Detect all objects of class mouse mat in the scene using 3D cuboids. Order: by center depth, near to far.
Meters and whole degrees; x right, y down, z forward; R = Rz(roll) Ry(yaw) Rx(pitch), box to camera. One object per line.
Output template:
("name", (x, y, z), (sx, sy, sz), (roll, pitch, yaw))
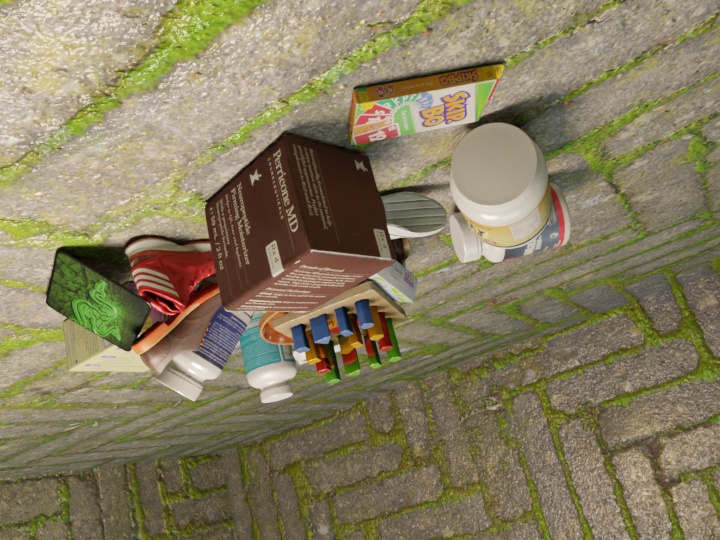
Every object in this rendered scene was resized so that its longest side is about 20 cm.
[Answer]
("mouse mat", (-0.416, 0.055, 1.064), (0.160, 0.008, 0.200), (32, 142, -10))

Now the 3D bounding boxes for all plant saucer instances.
("plant saucer", (-0.095, 0.081, 1.269), (0.197, 0.033, 0.201), (-15, 154, -8))

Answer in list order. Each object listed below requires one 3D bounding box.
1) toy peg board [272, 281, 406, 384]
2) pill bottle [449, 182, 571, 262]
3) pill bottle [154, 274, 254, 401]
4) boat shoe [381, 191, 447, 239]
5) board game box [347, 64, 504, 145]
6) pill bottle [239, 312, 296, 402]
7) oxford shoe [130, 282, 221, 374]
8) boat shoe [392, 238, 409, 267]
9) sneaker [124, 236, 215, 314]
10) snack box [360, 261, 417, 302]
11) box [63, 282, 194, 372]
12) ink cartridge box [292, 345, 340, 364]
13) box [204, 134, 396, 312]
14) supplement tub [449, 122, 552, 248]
("toy peg board", (-0.024, 0.126, 1.242), (0.197, 0.099, 0.199), (-22, 155, 14))
("pill bottle", (0.270, -0.081, 1.238), (0.197, 0.121, 0.120), (-14, 162, -4))
("pill bottle", (-0.273, 0.118, 1.180), (0.110, 0.202, 0.111), (26, 165, 8))
("boat shoe", (0.043, -0.090, 1.119), (0.196, 0.075, 0.067), (4, 168, -15))
("board game box", (0.083, -0.210, 0.857), (0.197, 0.030, 0.096), (-15, 162, -10))
("pill bottle", (-0.201, 0.178, 1.463), (0.109, 0.203, 0.111), (-13, 162, -5))
("oxford shoe", (-0.274, 0.087, 1.108), (0.199, 0.073, 0.071), (-38, -165, -14))
("boat shoe", (0.052, -0.019, 1.318), (0.069, 0.071, 0.201), (-21, 154, -8))
("sneaker", (-0.272, 0.017, 1.071), (0.198, 0.117, 0.078), (2, 155, -42))
("snack box", (0.000, 0.000, 1.214), (0.140, 0.054, 0.200), (2, 160, 32))
("box", (-0.417, 0.112, 1.260), (0.198, 0.098, 0.175), (-25, 159, 28))
("ink cartridge box", (-0.039, 0.105, 1.456), (0.197, 0.041, 0.200), (-21, -156, 16))
("box", (-0.087, -0.053, 0.940), (0.163, 0.168, 0.199), (5, 152, -46))
("supplement tub", (0.213, -0.125, 1.020), (0.142, 0.147, 0.200), (-20, 161, 14))
